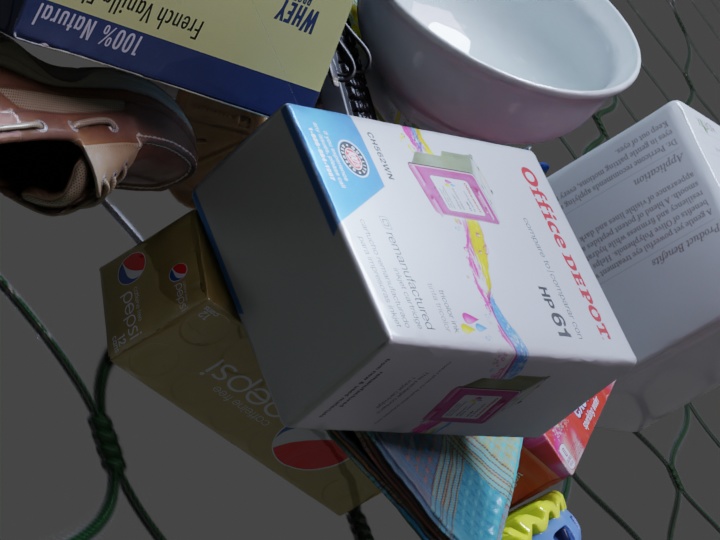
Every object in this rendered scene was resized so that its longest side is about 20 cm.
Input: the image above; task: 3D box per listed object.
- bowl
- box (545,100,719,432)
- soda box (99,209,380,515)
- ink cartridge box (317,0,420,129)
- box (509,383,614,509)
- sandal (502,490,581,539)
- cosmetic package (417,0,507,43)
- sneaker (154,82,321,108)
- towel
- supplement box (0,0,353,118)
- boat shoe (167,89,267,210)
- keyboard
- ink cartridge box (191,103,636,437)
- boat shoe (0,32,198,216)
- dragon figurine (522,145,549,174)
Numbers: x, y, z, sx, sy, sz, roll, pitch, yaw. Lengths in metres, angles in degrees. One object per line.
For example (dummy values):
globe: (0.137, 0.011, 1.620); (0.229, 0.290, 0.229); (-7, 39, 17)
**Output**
bowl: (0.076, -0.142, 1.419); (0.200, 0.091, 0.201); (19, 33, -13)
box: (0.226, 0.004, 1.673); (0.200, 0.199, 0.172); (15, 47, -62)
soda box: (-0.048, 0.052, 1.152); (0.200, 0.068, 0.064); (39, 28, -42)
ink cartridge box: (-0.042, -0.161, 1.458); (0.200, 0.076, 0.148); (53, 21, -19)
box: (0.088, 0.080, 1.390); (0.100, 0.095, 0.200); (56, 20, -4)
sandal: (0.094, 0.190, 1.267); (0.087, 0.079, 0.200); (57, 19, 0)
cosmetic package: (0.050, -0.207, 1.588); (0.071, 0.101, 0.200); (51, -8, -9)
sneaker: (-0.088, -0.137, 1.307); (0.200, 0.082, 0.075); (25, 39, -57)
towel: (0.043, 0.062, 1.193); (0.147, 0.022, 0.200); (50, 32, -23)
supplement box: (-0.100, -0.202, 1.089); (0.200, 0.201, 0.134); (14, 9, -45)
boat shoe: (-0.066, -0.129, 1.240); (0.072, 0.201, 0.065); (16, -3, -3)
keyboard: (-0.005, -0.131, 1.333); (0.104, 0.039, 0.201); (29, 42, -63)
ink cartridge box: (0.031, 0.004, 1.119); (0.200, 0.085, 0.145); (8, 51, -48)
boat shoe: (-0.152, -0.060, 1.075); (0.200, 0.076, 0.072); (12, 53, -52)
dragon figurine: (0.092, -0.056, 1.495); (0.099, 0.059, 0.200); (25, 10, 29)
